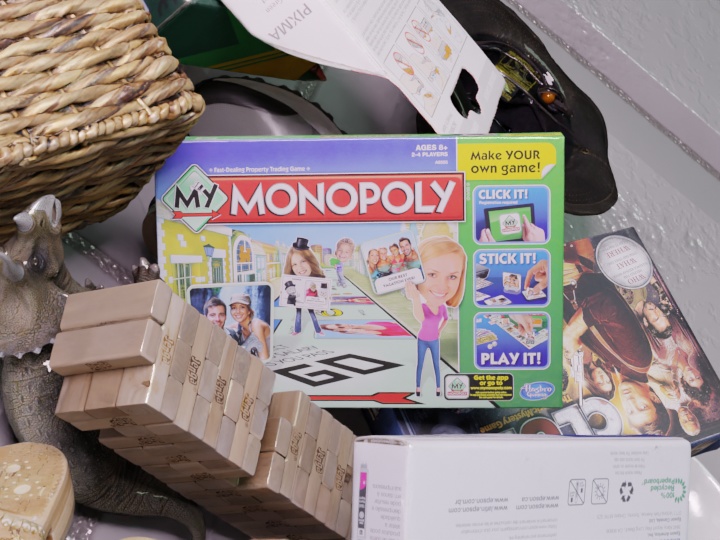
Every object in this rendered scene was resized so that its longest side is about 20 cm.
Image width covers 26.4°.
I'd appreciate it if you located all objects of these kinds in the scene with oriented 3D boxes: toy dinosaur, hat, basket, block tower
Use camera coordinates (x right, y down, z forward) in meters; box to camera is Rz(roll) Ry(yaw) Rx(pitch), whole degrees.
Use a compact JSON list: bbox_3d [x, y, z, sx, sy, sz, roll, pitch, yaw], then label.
[{"bbox_3d":[-0.132,0.056,0.715,0.102,0.077,0.201,-30,113,-48],"label":"toy dinosaur"},{"bbox_3d":[0.084,-0.097,1.029,0.200,0.081,0.201,33,35,-27],"label":"hat"},{"bbox_3d":[-0.200,-0.081,0.691,0.200,0.143,0.149,-23,79,-40],"label":"basket"},{"bbox_3d":[-0.059,0.077,0.707,0.200,0.058,0.054,42,49,-45],"label":"block tower"}]

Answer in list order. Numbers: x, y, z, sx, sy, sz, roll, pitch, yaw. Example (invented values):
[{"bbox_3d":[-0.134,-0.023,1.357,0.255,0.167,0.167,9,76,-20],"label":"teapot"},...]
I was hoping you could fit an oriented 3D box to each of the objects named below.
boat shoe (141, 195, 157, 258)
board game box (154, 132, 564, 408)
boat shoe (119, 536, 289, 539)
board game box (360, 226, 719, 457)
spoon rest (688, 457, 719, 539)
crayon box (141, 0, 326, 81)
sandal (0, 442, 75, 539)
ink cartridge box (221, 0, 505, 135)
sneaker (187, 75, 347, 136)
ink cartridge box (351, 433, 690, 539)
[{"bbox_3d":[-0.014,-0.034,0.814,0.199,0.072,0.065,-2,53,3],"label":"boat shoe"},{"bbox_3d":[0.000,0.000,0.758,0.029,0.199,0.135,-71,160,-80],"label":"board game box"},{"bbox_3d":[-0.095,0.155,0.659,0.200,0.076,0.074,2,31,-27],"label":"boat shoe"},{"bbox_3d":[0.096,0.058,0.837,0.200,0.035,0.136,-14,66,-28],"label":"board game box"},{"bbox_3d":[0.224,0.184,0.942,0.200,0.061,0.099,53,39,4],"label":"spoon rest"},{"bbox_3d":[-0.082,-0.174,0.844,0.127,0.051,0.200,60,25,12],"label":"crayon box"},{"bbox_3d":[-0.153,0.108,0.578,0.077,0.070,0.212,-7,25,1],"label":"sandal"},{"bbox_3d":[-0.007,-0.142,0.823,0.200,0.050,0.161,50,25,-13],"label":"ink cartridge box"},{"bbox_3d":[-0.031,-0.029,0.870,0.200,0.074,0.079,47,44,-2],"label":"sneaker"},{"bbox_3d":[0.076,0.175,0.700,0.196,0.043,0.201,6,86,-42],"label":"ink cartridge box"}]
